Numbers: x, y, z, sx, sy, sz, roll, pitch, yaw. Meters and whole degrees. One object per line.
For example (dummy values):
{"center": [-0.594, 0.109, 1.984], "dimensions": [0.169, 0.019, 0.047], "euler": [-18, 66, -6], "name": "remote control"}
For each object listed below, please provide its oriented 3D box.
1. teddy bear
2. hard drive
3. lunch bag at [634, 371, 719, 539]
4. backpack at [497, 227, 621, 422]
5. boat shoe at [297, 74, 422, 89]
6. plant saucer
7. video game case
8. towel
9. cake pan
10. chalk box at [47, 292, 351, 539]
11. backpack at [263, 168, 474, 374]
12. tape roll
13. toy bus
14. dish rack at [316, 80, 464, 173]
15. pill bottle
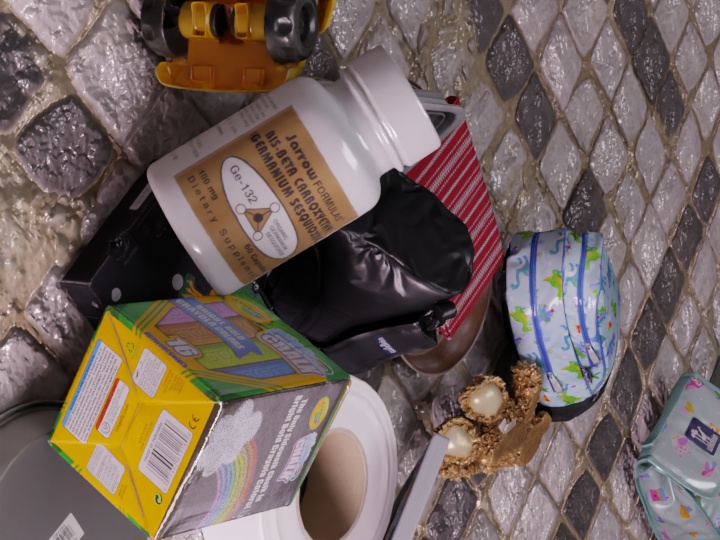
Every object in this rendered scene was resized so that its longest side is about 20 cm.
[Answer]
{"center": [0.128, 0.156, 1.595], "dimensions": [0.200, 0.067, 0.145], "euler": [-5, 120, -58], "name": "teddy bear"}
{"center": [-0.145, 0.029, 1.241], "dimensions": [0.140, 0.038, 0.200], "euler": [-59, 136, -32], "name": "hard drive"}
{"center": [0.437, 0.253, 2.010], "dimensions": [0.170, 0.122, 0.200], "euler": [-53, 125, -33], "name": "lunch bag"}
{"center": [0.213, 0.041, 1.649], "dimensions": [0.200, 0.154, 0.163], "euler": [53, 40, -34], "name": "backpack"}
{"center": [0.013, -0.148, 1.410], "dimensions": [0.200, 0.072, 0.072], "euler": [-2, 96, -55], "name": "boat shoe"}
{"center": [0.067, 0.004, 1.537], "dimensions": [0.200, 0.034, 0.200], "euler": [-9, 100, -55], "name": "plant saucer"}
{"center": [0.030, 0.247, 1.421], "dimensions": [0.200, 0.018, 0.143], "euler": [110, 4, -61], "name": "video game case"}
{"center": [0.084, -0.052, 1.509], "dimensions": [0.145, 0.022, 0.200], "euler": [-53, 135, -40], "name": "towel"}
{"center": [-0.229, 0.197, 1.144], "dimensions": [0.200, 0.037, 0.200], "euler": [-9, 101, -53], "name": "cake pan"}
{"center": [-0.102, 0.099, 1.140], "dimensions": [0.200, 0.124, 0.124], "euler": [-4, 125, -56], "name": "chalk box"}
{"center": [0.000, 0.000, 1.309], "dimensions": [0.167, 0.200, 0.127], "euler": [38, 57, -1], "name": "backpack"}
{"center": [-0.051, 0.187, 1.363], "dimensions": [0.202, 0.071, 0.203], "euler": [-9, 101, -54], "name": "tape roll"}
{"center": [-0.076, -0.240, 1.247], "dimensions": [0.192, 0.136, 0.200], "euler": [-9, 104, -70], "name": "toy bus"}
{"center": [-0.020, -0.104, 1.323], "dimensions": [0.200, 0.172, 0.044], "euler": [-3, 56, -53], "name": "dish rack"}
{"center": [-0.047, -0.078, 1.154], "dimensions": [0.200, 0.114, 0.114], "euler": [-31, 129, 0], "name": "pill bottle"}
